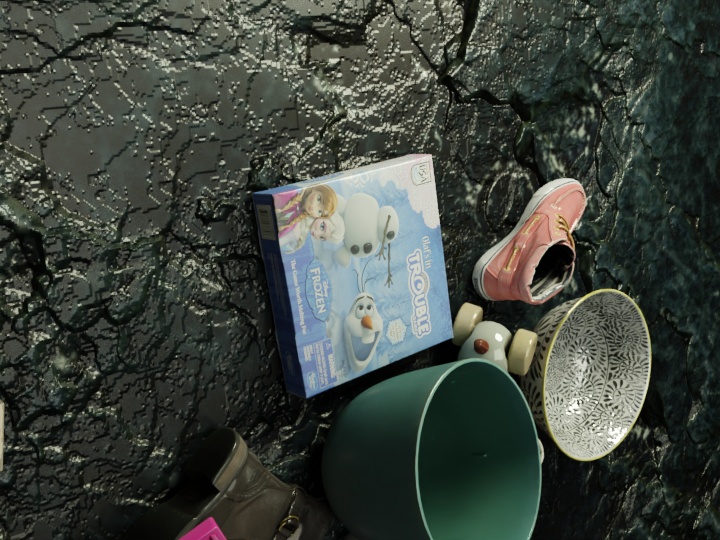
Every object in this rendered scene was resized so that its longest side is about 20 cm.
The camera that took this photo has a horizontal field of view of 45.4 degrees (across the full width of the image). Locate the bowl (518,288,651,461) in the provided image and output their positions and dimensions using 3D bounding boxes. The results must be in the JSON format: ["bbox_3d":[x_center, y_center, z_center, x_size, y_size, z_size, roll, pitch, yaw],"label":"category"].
[{"bbox_3d":[0.253,0.117,1.041,0.199,0.094,0.204,-6,101,-36],"label":"bowl"}]

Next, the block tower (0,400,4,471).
[{"bbox_3d":[-0.365,0.125,0.616,0.198,0.058,0.055,0,97,-34],"label":"block tower"}]

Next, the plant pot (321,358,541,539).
[{"bbox_3d":[0.057,0.193,0.850,0.199,0.160,0.204,12,74,-46],"label":"plant pot"}]

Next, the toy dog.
[{"bbox_3d":[0.125,0.137,0.941,0.096,0.130,0.203,0,88,-65],"label":"toy dog"}]

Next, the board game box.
[{"bbox_3d":[0.000,0.000,0.872,0.197,0.043,0.203,-19,107,-34],"label":"board game box"}]

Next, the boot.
[{"bbox_3d":[-0.118,0.263,0.808,0.201,0.069,0.174,-51,125,-17],"label":"boot"}]

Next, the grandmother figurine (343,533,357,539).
[{"bbox_3d":[0.064,0.309,0.957,0.198,0.060,0.123,6,66,-34],"label":"grandmother figurine"}]

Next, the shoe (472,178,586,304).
[{"bbox_3d":[0.223,-0.034,1.001,0.200,0.091,0.072,-43,119,-24],"label":"shoe"}]

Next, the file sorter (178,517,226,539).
[{"bbox_3d":[-0.125,0.343,0.727,0.138,0.125,0.201,-33,134,-16],"label":"file sorter"}]
